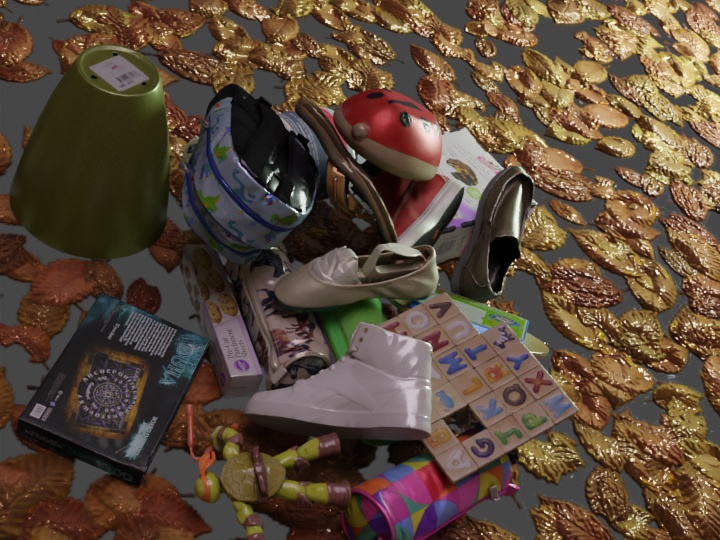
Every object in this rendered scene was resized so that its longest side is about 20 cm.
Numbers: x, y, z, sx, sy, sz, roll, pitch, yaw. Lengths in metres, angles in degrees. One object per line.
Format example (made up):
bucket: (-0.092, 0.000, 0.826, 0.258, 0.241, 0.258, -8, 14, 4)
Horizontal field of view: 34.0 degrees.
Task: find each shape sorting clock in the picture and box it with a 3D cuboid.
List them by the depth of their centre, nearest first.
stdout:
shape sorting clock: (0.127, 0.065, 1.397, 0.198, 0.040, 0.200, 17, 12, -4)

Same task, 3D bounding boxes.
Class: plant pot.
plant pot: (-0.293, -0.150, 1.349, 0.186, 0.201, 0.188, 14, 41, -13)

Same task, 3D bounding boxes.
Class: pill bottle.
pill bottle: (-0.117, -0.135, 1.484, 0.199, 0.120, 0.120, -15, 54, -36)

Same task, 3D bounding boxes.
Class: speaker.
speaker: (0.002, 0.095, 1.324, 0.088, 0.089, 0.201, 0, 46, -26)

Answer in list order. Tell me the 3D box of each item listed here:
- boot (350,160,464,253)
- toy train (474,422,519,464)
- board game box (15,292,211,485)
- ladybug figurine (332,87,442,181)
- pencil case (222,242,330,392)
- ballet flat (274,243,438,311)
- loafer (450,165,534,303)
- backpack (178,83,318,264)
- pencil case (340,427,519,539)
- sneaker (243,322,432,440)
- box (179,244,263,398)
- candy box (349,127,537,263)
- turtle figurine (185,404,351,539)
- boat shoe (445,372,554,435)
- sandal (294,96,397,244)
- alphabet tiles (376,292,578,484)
boot: (0.023, -0.065, 1.449, 0.143, 0.073, 0.200, 25, 49, 15)
toy train: (0.118, 0.147, 1.365, 0.046, 0.034, 0.200, -20, 55, -25)
board game box: (-0.249, 0.118, 1.217, 0.134, 0.028, 0.201, 24, 40, -2)
ladybug figurine: (0.040, -0.167, 1.401, 0.136, 0.072, 0.200, 40, 16, 12)
pencil case: (-0.096, 0.053, 1.323, 0.089, 0.078, 0.201, 17, 36, -41)
ballet flat: (0.000, 0.000, 1.309, 0.199, 0.070, 0.070, -5, 48, -28)
loafer: (0.184, -0.042, 1.508, 0.075, 0.069, 0.201, 34, 70, -36)
backpack: (-0.121, -0.098, 1.303, 0.163, 0.154, 0.200, 45, 4, -24)
pencil case: (0.074, 0.229, 1.220, 0.199, 0.089, 0.088, -18, 56, -38)
sneaker: (-0.019, 0.112, 1.224, 0.198, 0.074, 0.117, 1, 70, 14)
box: (-0.159, 0.053, 1.323, 0.041, 0.039, 0.201, -2, 47, -26)
candy box: (0.111, -0.101, 1.599, 0.199, 0.072, 0.168, -17, 55, -37)
turtle figurine: (-0.097, 0.197, 1.161, 0.160, 0.065, 0.201, -6, 46, -17)
boat shoe: (0.116, 0.144, 1.305, 0.201, 0.075, 0.086, 31, 72, 30)
sandal: (-0.023, -0.108, 1.362, 0.201, 0.054, 0.080, 54, 4, -4)
alphabet tiles: (0.108, 0.112, 1.256, 0.166, 0.008, 0.200, -25, 58, -22)
